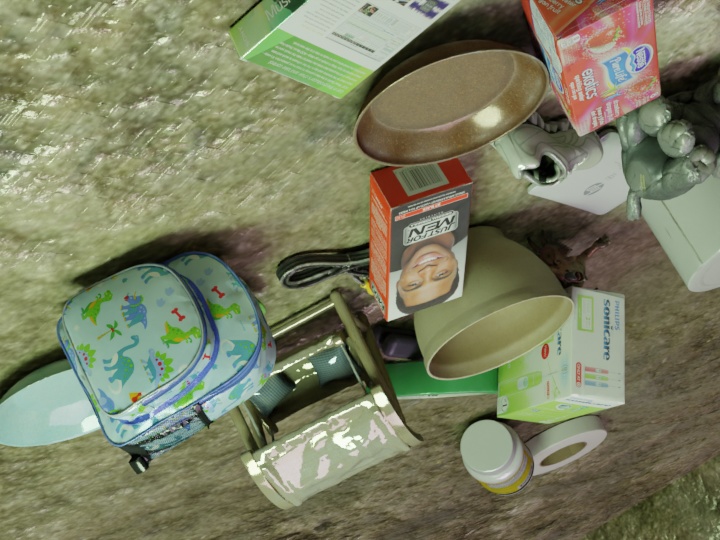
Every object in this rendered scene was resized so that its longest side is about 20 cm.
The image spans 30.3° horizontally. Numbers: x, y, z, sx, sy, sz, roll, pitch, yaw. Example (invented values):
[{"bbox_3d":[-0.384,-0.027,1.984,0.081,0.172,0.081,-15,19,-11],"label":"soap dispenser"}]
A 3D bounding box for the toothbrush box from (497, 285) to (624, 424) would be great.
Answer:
[{"bbox_3d":[0.265,0.117,1.772,0.086,0.146,0.200,10,163,-21],"label":"toothbrush box"}]

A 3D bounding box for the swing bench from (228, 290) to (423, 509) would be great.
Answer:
[{"bbox_3d":[-0.058,0.168,1.676,0.199,0.200,0.130,-28,156,9],"label":"swing bench"}]

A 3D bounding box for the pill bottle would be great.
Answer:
[{"bbox_3d":[0.248,0.339,2.425,0.114,0.114,0.200,-27,156,6],"label":"pill bottle"}]

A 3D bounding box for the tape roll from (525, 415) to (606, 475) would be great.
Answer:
[{"bbox_3d":[0.405,0.360,2.711,0.203,0.037,0.203,-21,156,-10],"label":"tape roll"}]

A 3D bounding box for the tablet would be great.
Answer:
[{"bbox_3d":[0.305,-0.118,1.655,0.130,0.014,0.200,-37,153,28],"label":"tablet"}]

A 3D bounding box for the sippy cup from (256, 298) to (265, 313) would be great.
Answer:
[{"bbox_3d":[-0.188,0.105,1.527,0.178,0.140,0.130,-12,167,2],"label":"sippy cup"}]

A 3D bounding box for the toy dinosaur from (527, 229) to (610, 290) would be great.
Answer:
[{"bbox_3d":[0.249,0.004,1.783,0.135,0.086,0.200,5,160,-31],"label":"toy dinosaur"}]

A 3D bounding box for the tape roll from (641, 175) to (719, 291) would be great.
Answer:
[{"bbox_3d":[0.477,-0.082,1.719,0.202,0.139,0.203,-25,159,-10],"label":"tape roll"}]

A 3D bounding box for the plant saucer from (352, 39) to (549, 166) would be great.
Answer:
[{"bbox_3d":[0.084,-0.169,1.298,0.200,0.037,0.200,-15,158,-6],"label":"plant saucer"}]

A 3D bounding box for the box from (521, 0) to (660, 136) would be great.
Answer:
[{"bbox_3d":[0.215,-0.224,1.245,0.095,0.100,0.200,-26,156,5],"label":"box"}]

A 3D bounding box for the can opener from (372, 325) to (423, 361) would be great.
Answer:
[{"bbox_3d":[0.092,0.090,1.865,0.200,0.053,0.067,12,106,-53],"label":"can opener"}]

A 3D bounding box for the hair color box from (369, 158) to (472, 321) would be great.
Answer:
[{"bbox_3d":[0.065,-0.037,1.494,0.101,0.061,0.200,-19,144,-13],"label":"hair color box"}]

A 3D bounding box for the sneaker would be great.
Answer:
[{"bbox_3d":[0.210,-0.126,1.470,0.200,0.081,0.075,4,142,-49],"label":"sneaker"}]

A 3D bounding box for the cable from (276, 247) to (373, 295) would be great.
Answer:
[{"bbox_3d":[0.000,0.000,1.567,0.200,0.050,0.097,-2,147,-43],"label":"cable"}]

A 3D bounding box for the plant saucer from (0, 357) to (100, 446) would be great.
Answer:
[{"bbox_3d":[-0.344,0.144,1.560,0.201,0.039,0.201,-20,155,-10],"label":"plant saucer"}]

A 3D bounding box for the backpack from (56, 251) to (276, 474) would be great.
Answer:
[{"bbox_3d":[-0.198,0.078,1.383,0.200,0.183,0.147,-29,157,-3],"label":"backpack"}]

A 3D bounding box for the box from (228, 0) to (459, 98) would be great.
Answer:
[{"bbox_3d":[0.006,-0.231,1.118,0.200,0.036,0.144,-37,153,24],"label":"box"}]

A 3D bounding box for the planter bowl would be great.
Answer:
[{"bbox_3d":[0.149,0.030,1.666,0.200,0.135,0.200,-20,155,-10],"label":"planter bowl"}]

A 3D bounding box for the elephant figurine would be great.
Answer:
[{"bbox_3d":[0.397,-0.166,1.521,0.200,0.142,0.155,-29,-170,-31],"label":"elephant figurine"}]

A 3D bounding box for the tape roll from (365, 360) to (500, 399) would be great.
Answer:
[{"bbox_3d":[0.107,0.156,1.896,0.200,0.048,0.200,-2,172,0],"label":"tape roll"}]
